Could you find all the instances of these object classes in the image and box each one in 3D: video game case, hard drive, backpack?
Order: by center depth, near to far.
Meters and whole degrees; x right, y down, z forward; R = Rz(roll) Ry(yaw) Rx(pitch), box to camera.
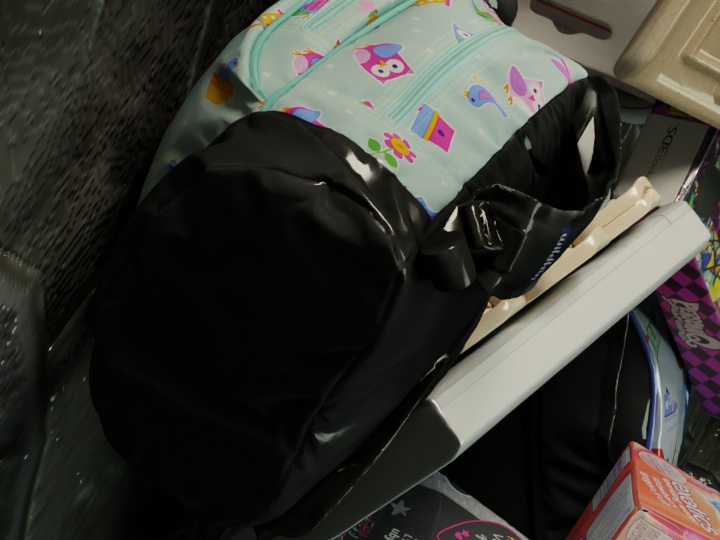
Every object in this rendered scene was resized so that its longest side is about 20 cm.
[{"bbox_3d":[0.000,-0.026,0.854,0.167,0.126,0.200,-50,179,40],"label":"backpack"},{"bbox_3d":[0.043,0.045,0.997,0.132,0.027,0.200,-38,178,40],"label":"hard drive"},{"bbox_3d":[0.183,-0.052,1.154,0.182,0.036,0.200,-64,150,-21],"label":"video game case"},{"bbox_3d":[0.072,0.067,1.208,0.154,0.199,0.192,-52,155,-62],"label":"backpack"}]

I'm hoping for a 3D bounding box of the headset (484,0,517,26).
[{"bbox_3d":[0.052,-0.116,0.985,0.124,0.094,0.201,-57,153,-35],"label":"headset"}]

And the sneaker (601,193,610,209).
[{"bbox_3d":[0.082,-0.068,1.266,0.200,0.076,0.081,62,30,-69],"label":"sneaker"}]

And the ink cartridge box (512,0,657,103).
[{"bbox_3d":[0.128,-0.150,1.178,0.200,0.117,0.067,-57,163,-30],"label":"ink cartridge box"}]

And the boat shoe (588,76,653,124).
[{"bbox_3d":[0.153,-0.146,1.323,0.069,0.074,0.201,96,8,-54],"label":"boat shoe"}]

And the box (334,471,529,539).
[{"bbox_3d":[-0.019,0.186,1.075,0.200,0.115,0.132,-55,176,38],"label":"box"}]

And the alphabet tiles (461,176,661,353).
[{"bbox_3d":[0.029,0.031,1.010,0.200,0.015,0.196,-36,178,-10],"label":"alphabet tiles"}]

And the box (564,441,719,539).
[{"bbox_3d":[0.104,0.190,1.104,0.201,0.094,0.103,-58,-178,12],"label":"box"}]

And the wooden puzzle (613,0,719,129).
[{"bbox_3d":[0.200,-0.134,1.025,0.199,0.046,0.186,18,111,-47],"label":"wooden puzzle"}]
